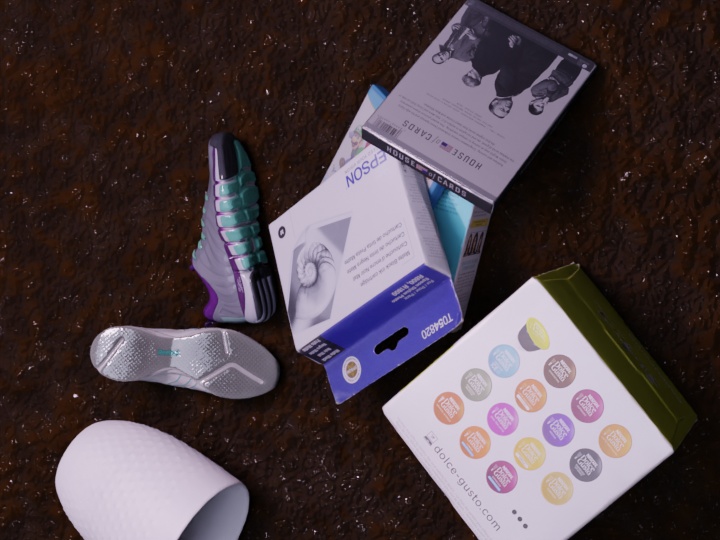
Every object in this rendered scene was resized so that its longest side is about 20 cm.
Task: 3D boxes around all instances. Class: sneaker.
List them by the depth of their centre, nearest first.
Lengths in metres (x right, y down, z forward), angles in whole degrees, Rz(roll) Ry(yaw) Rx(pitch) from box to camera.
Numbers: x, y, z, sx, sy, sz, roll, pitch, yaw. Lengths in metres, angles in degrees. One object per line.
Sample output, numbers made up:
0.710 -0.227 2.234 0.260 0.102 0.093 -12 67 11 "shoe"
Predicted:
-0.151 -0.040 1.762 0.087 0.074 0.203 -10 91 24 "sneaker"
-0.182 0.091 1.787 0.198 0.080 0.071 9 89 -1 "sneaker"

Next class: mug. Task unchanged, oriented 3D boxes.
-0.231 0.261 1.785 0.174 0.147 0.202 31 133 23 "mug"

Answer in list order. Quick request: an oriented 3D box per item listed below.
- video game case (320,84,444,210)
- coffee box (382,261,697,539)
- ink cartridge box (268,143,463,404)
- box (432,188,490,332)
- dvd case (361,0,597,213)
0.008 -0.063 1.684 0.143 0.018 0.201 49 119 40 "video game case"
0.175 0.134 1.592 0.197 0.200 0.200 -41 81 16 "coffee box"
0.000 0.000 1.641 0.199 0.040 0.202 -36 60 39 "ink cartridge box"
0.092 -0.039 1.670 0.049 0.082 0.202 16 99 17 "box"
0.115 -0.162 1.619 0.149 0.025 0.201 31 62 15 "dvd case"
